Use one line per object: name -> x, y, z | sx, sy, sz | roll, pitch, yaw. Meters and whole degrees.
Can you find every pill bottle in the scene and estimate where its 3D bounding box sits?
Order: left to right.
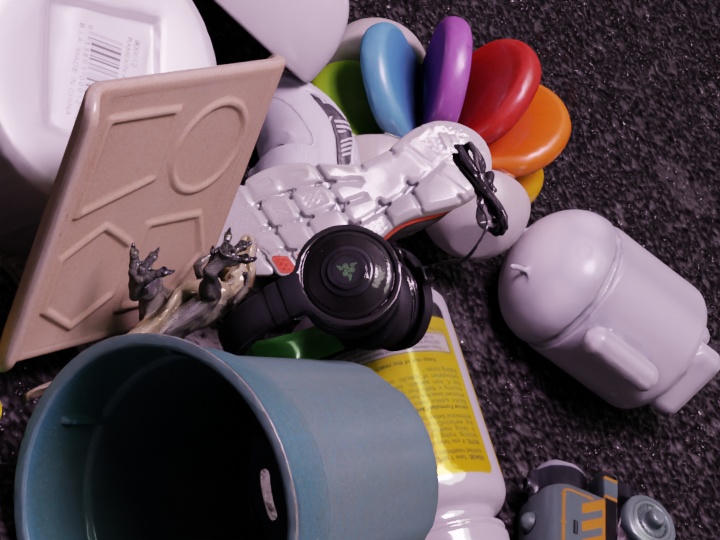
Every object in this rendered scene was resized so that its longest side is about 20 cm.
pill bottle -> 0.030, 0.120, 1.453 | 0.114, 0.114, 0.201 | 8, 56, -44

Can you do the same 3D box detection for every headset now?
headset -> 0.000, 0.000, 1.366 | 0.094, 0.199, 0.123 | 68, 15, 17

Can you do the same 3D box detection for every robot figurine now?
robot figurine -> 0.187, 0.030, 1.692 | 0.200, 0.113, 0.170 | 36, 17, -22

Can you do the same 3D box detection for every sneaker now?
sneaker -> -0.053, -0.050, 1.528 | 0.115, 0.075, 0.201 | -2, 66, -50
sneaker -> -0.008, -0.033, 1.453 | 0.199, 0.082, 0.077 | -17, 75, -14

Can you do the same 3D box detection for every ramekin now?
ramekin -> -0.184, -0.115, 1.366 | 0.200, 0.098, 0.202 | 8, 77, -38

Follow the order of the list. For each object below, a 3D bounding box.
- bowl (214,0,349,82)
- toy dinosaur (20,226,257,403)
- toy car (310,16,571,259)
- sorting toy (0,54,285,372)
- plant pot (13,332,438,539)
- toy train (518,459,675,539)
bowl -> -0.084, -0.246, 1.585 | 0.200, 0.075, 0.200 | 43, 12, -25
toy dinosaur -> -0.112, 0.017, 1.308 | 0.047, 0.088, 0.200 | 44, 46, 17
toy car -> 0.062, -0.119, 1.625 | 0.199, 0.150, 0.176 | 17, 49, -16
sorting toy -> -0.133, -0.040, 1.297 | 0.036, 0.186, 0.200 | 33, 27, 21
plant pot -> -0.064, 0.133, 1.293 | 0.196, 0.200, 0.201 | -2, 63, -56
toy train -> 0.159, 0.223, 1.544 | 0.114, 0.085, 0.201 | 25, 45, -19
